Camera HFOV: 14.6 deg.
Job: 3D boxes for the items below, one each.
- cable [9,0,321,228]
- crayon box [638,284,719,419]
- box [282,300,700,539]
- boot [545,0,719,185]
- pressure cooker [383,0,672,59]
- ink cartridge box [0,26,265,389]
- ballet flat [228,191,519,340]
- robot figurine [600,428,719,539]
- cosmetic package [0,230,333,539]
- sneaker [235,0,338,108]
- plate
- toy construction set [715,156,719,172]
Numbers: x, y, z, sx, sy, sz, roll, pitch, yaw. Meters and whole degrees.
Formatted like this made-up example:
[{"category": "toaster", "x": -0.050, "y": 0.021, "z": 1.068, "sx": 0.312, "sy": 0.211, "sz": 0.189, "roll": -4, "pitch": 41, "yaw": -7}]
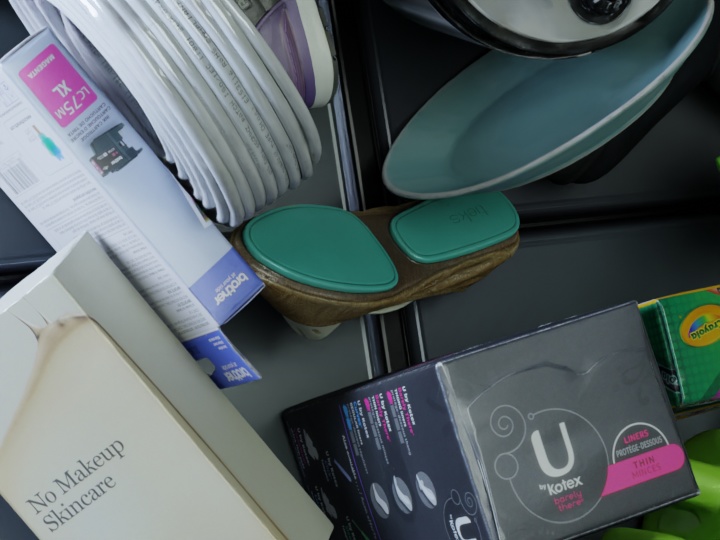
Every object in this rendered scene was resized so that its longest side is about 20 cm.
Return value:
[{"category": "cable", "x": -0.102, "y": -0.111, "z": 1.377, "sx": 0.069, "sy": 0.200, "sz": 0.200, "roll": -39, "pitch": 95, "yaw": -9}, {"category": "crayon box", "x": 0.164, "y": 0.048, "z": 1.490, "sx": 0.118, "sy": 0.200, "sz": 0.058, "roll": -10, "pitch": 84, "yaw": -25}, {"category": "box", "x": 0.062, "y": 0.093, "z": 1.436, "sx": 0.122, "sy": 0.200, "sz": 0.106, "roll": -17, "pitch": 88, "yaw": -25}, {"category": "boot", "x": 0.206, "y": -0.106, "z": 1.603, "sx": 0.168, "sy": 0.076, "sz": 0.200, "roll": 31, "pitch": 81, "yaw": -24}, {"category": "pressure cooker", "x": 0.091, "y": -0.200, "z": 1.481, "sx": 0.178, "sy": 0.200, "sz": 0.176, "roll": 27, "pitch": 93, "yaw": -20}, {"category": "ink cartridge box", "x": -0.122, "y": -0.025, "z": 1.419, "sx": 0.042, "sy": 0.119, "sz": 0.200, "roll": -41, "pitch": 99, "yaw": -23}, {"category": "ballet flat", "x": 0.000, "y": 0.000, "z": 1.483, "sx": 0.200, "sy": 0.072, "sz": 0.068, "roll": -15, "pitch": 60, "yaw": -45}, {"category": "robot figurine", "x": 0.234, "y": 0.155, "z": 1.548, "sx": 0.200, "sy": 0.116, "sz": 0.176, "roll": 16, "pitch": 81, "yaw": -21}, {"category": "cosmetic package", "x": -0.117, "y": 0.093, "z": 1.403, "sx": 0.103, "sy": 0.073, "sz": 0.200, "roll": -38, "pitch": 99, "yaw": 18}, {"category": "sneaker", "x": -0.081, "y": -0.174, "z": 1.493, "sx": 0.087, "sy": 0.076, "sz": 0.201, "roll": -17, "pitch": 88, "yaw": -20}, {"category": "plate", "x": 0.102, "y": -0.090, "z": 1.492, "sx": 0.200, "sy": 0.200, "sz": 0.026, "roll": -43, "pitch": 112, "yaw": -24}, {"category": "toy construction set", "x": 0.249, "y": -0.016, "z": 1.563, "sx": 0.092, "sy": 0.200, "sz": 0.131, "roll": -19, "pitch": 54, "yaw": -10}]
